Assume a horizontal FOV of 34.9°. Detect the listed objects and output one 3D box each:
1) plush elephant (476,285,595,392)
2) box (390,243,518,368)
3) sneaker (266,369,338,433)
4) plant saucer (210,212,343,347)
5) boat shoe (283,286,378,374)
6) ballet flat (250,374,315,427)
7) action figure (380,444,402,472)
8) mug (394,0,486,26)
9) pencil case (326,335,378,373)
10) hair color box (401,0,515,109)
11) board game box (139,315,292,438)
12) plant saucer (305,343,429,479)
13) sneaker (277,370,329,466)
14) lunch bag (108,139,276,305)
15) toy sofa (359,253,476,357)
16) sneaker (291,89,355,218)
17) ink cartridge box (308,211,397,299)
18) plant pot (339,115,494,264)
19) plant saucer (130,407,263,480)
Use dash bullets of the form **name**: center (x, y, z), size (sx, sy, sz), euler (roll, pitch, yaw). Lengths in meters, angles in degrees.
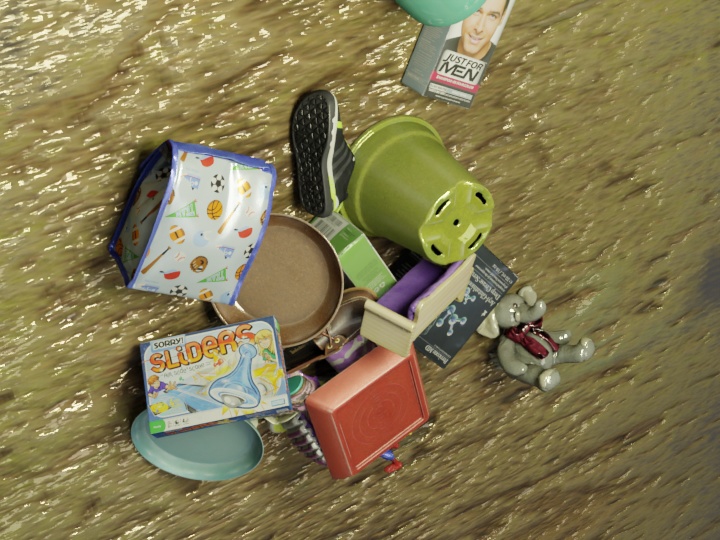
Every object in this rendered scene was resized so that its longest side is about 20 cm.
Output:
- **plush elephant**: center (0.289, 0.105, 2.011), size (0.165, 0.200, 0.155), euler (-27, 108, -37)
- **box**: center (0.131, 0.032, 1.869), size (0.200, 0.107, 0.148), euler (-51, 135, 2)
- **sneaker**: center (-0.059, 0.212, 1.861), size (0.200, 0.076, 0.076), euler (-25, 131, -21)
- **plant saucer**: center (-0.122, 0.012, 1.659), size (0.200, 0.037, 0.201), euler (1, 105, 5)
- **boat shoe**: center (-0.058, 0.098, 1.701), size (0.200, 0.070, 0.070), euler (-35, 104, 20)
- **ballet flat**: center (-0.153, 0.208, 1.728), size (0.199, 0.069, 0.071), euler (-14, 125, 22)
- **action figure**: center (-0.005, 0.295, 1.956), size (0.099, 0.065, 0.200), euler (-18, 147, 10)
- **mug**: center (0.122, -0.420, 1.549), size (0.185, 0.152, 0.114), euler (-50, 134, 3)
- **pencil case**: center (-0.010, 0.126, 1.801), size (0.085, 0.084, 0.200), euler (-40, 114, 9)
- **hair color box**: center (0.148, -0.348, 1.677), size (0.099, 0.061, 0.200), euler (8, 111, -39)
- **board game box**: center (-0.205, 0.150, 1.624), size (0.199, 0.136, 0.034), euler (-13, 160, 3)
- **plant saucer**: center (0.024, 0.214, 1.759), size (0.200, 0.037, 0.200), euler (-34, 134, -19)
- **sneaker**: center (-0.088, 0.211, 1.796), size (0.088, 0.080, 0.200), euler (-36, 98, -28)
- **lunch bag**: center (-0.220, -0.073, 1.534), size (0.170, 0.124, 0.200), euler (9, 118, -37)
- **toy sofa**: center (0.086, 0.031, 1.681), size (0.200, 0.083, 0.098), euler (-40, 151, -48)
- **sneaker**: center (-0.048, -0.172, 1.650), size (0.083, 0.072, 0.201), euler (-32, 136, -44)
- **ink cartridge box**: center (0.000, 0.000, 1.753), size (0.059, 0.104, 0.200), euler (-42, 133, -6)
- **plant pot**: center (0.095, -0.105, 1.703), size (0.200, 0.184, 0.201), euler (-19, 127, -27)
- **plant saucer**: center (-0.242, 0.248, 1.716), size (0.199, 0.027, 0.200), euler (3, 136, 3)
